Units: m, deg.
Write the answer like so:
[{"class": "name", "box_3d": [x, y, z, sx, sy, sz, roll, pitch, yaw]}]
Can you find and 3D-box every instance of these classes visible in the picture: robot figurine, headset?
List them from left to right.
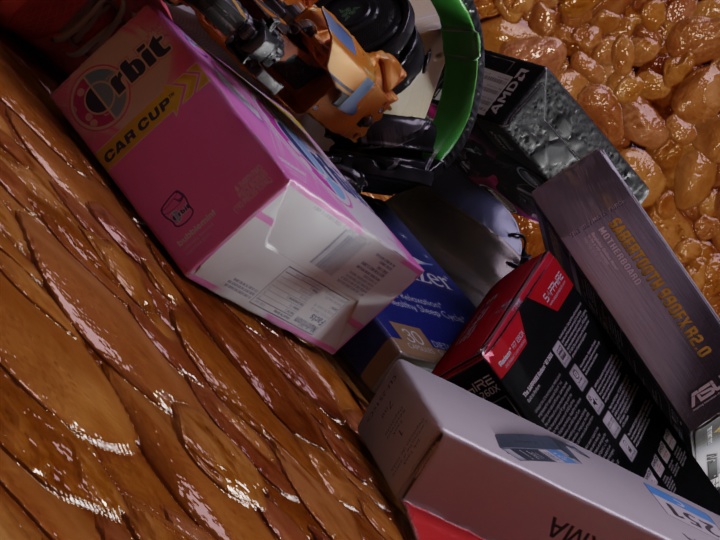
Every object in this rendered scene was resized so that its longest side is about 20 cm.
[{"class": "robot figurine", "box_3d": [-0.058, -0.137, 1.161, 0.145, 0.058, 0.200, 48, 5, 30]}, {"class": "headset", "box_3d": [0.016, -0.092, 1.355, 0.094, 0.200, 0.124, 12, -58, 36]}]

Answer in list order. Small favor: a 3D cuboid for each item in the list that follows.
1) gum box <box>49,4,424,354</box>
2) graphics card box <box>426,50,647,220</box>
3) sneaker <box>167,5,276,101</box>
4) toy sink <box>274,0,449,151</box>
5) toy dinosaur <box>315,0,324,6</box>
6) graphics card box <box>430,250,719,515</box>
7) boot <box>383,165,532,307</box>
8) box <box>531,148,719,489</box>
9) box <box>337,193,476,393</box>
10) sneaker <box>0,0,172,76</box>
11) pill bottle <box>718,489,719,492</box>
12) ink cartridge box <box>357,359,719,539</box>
[{"class": "gum box", "box_3d": [-0.052, -0.037, 1.175, 0.114, 0.066, 0.200, 51, 7, 23]}, {"class": "graphics card box", "box_3d": [0.077, -0.090, 1.557, 0.200, 0.051, 0.125, 22, -20, 52]}, {"class": "sneaker", "box_3d": [-0.126, -0.155, 1.386, 0.200, 0.074, 0.116, 38, 14, -52]}, {"class": "toy sink", "box_3d": [-0.048, -0.157, 1.507, 0.200, 0.112, 0.131, 50, -39, 29]}, {"class": "toy dinosaur", "box_3d": [-0.065, -0.197, 1.340, 0.200, 0.102, 0.077, 36, 17, -19]}, {"class": "graphics card box", "box_3d": [0.119, 0.103, 1.258, 0.200, 0.051, 0.125, 53, 31, -9]}, {"class": "boot", "box_3d": [0.085, 0.010, 1.453, 0.200, 0.097, 0.075, 32, -14, 18]}, {"class": "box", "box_3d": [0.163, 0.035, 1.375, 0.159, 0.048, 0.200, 58, -2, 19]}, {"class": "box", "box_3d": [0.000, 0.000, 1.327, 0.121, 0.032, 0.200, 15, 26, -48]}, {"class": "sneaker", "box_3d": [-0.121, -0.121, 1.204, 0.087, 0.074, 0.200, 50, 6, 11]}, {"class": "pill bottle", "box_3d": [0.257, 0.226, 1.526, 0.106, 0.106, 0.200, 45, 7, -28]}, {"class": "ink cartridge box", "box_3d": [0.107, 0.127, 1.098, 0.200, 0.045, 0.176, 26, 12, -19]}]
